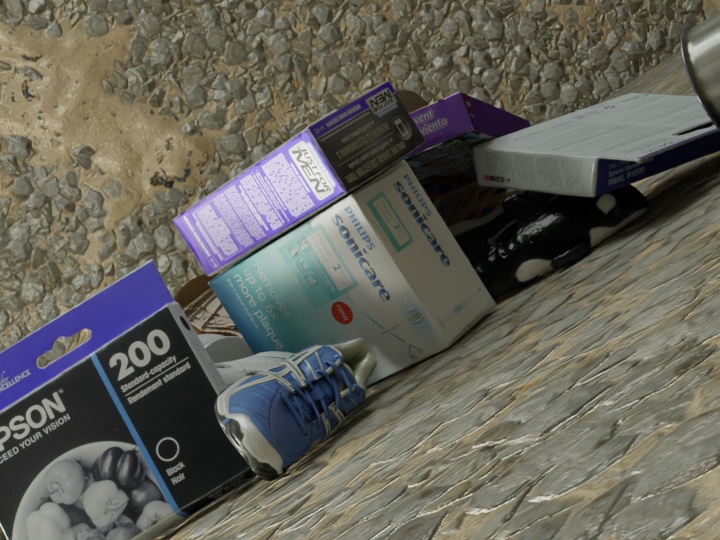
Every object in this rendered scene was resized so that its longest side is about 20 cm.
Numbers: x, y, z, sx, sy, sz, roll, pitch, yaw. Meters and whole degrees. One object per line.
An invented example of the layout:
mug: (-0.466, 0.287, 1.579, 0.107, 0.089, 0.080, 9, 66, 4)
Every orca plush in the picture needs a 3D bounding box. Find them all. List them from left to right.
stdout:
orca plush: (0.140, -0.032, 1.240, 0.200, 0.071, 0.105, -30, 3, 32)

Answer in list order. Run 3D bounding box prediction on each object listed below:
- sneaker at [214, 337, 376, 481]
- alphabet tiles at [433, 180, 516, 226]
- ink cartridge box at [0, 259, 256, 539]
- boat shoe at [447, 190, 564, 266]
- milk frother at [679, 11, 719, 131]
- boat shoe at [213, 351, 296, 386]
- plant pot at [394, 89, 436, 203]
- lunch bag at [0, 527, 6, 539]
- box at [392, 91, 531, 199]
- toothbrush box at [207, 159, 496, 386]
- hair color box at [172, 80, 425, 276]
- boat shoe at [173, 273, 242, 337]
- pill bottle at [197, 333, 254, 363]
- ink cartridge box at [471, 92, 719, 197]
sneaker: (-0.045, 0.092, 1.073, 0.077, 0.076, 0.200, -36, 3, 19)
alphabet tiles: (0.099, -0.032, 1.421, 0.200, 0.008, 0.167, -23, -30, -48)
ink cartridge box: (-0.203, 0.117, 1.124, 0.198, 0.200, 0.043, -32, -18, 1)
boat shoe: (0.144, -0.032, 1.319, 0.200, 0.060, 0.074, -27, -36, 9)
milk frother: (0.308, -0.198, 1.038, 0.188, 0.200, 0.181, -30, 7, 34)
boat shoe: (-0.119, 0.110, 1.180, 0.200, 0.074, 0.065, -8, 9, -2)
plant pot: (0.058, -0.093, 1.551, 0.200, 0.175, 0.200, -26, -20, -10)
lunch bag: (-0.351, 0.200, 1.282, 0.139, 0.200, 0.168, -41, 3, 44)
box: (0.069, -0.107, 1.327, 0.137, 0.039, 0.200, -22, -10, 21)
toothbrush box: (-0.009, 0.019, 1.231, 0.200, 0.146, 0.085, -28, 6, 42)
hair color box: (-0.053, -0.073, 1.197, 0.200, 0.065, 0.109, -26, 7, 46)
boat shoe: (-0.105, 0.065, 1.418, 0.200, 0.072, 0.072, 22, 57, 39)
pill bottle: (-0.154, 0.121, 1.364, 0.112, 0.112, 0.200, -34, 3, -30)
ink cartridge box: (0.230, -0.106, 1.223, 0.196, 0.043, 0.200, -20, 19, -31)
